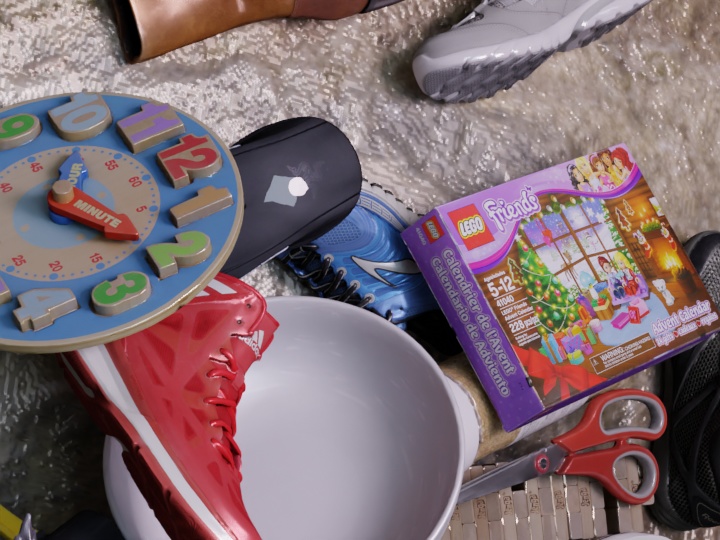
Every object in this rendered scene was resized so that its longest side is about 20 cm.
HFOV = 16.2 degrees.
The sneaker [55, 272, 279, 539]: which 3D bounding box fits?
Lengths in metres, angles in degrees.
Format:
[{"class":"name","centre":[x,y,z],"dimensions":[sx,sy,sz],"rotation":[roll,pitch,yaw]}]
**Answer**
[{"class":"sneaker","centre":[-0.078,0.068,1.351],"dimensions":[0.115,0.079,0.200],"rotation":[-29,62,-15]}]

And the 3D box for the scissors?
[{"class":"scissors","centre":[0.117,0.109,1.553],"dimensions":[0.199,0.014,0.074],"rotation":[2,88,-38]}]

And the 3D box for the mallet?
[{"class":"mallet","centre":[-0.222,0.122,1.355],"dimensions":[0.199,0.041,0.066],"rotation":[29,50,11]}]

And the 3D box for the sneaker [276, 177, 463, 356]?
[{"class":"sneaker","centre":[0.000,0.000,1.536],"dimensions":[0.199,0.078,0.090],"rotation":[21,71,-28]}]

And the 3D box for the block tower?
[{"class":"block tower","centre":[0.090,0.146,1.584],"dimensions":[0.199,0.058,0.054],"rotation":[-3,84,-30]}]

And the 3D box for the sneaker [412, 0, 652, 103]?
[{"class":"sneaker","centre":[0.101,-0.170,1.635],"dimensions":[0.200,0.075,0.082],"rotation":[-28,83,-37]}]

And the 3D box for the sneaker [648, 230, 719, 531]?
[{"class":"sneaker","centre":[0.249,0.068,1.658],"dimensions":[0.076,0.114,0.201],"rotation":[17,73,-30]}]

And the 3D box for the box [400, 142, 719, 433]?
[{"class":"box","centre":[0.128,0.007,1.555],"dimensions":[0.200,0.039,0.137],"rotation":[-20,78,-47]}]

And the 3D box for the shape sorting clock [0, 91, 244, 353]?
[{"class":"shape sorting clock","centre":[-0.163,-0.032,1.392],"dimensions":[0.200,0.200,0.039],"rotation":[-35,142,-30]}]

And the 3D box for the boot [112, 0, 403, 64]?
[{"class":"boot","centre":[-0.078,-0.234,1.544],"dimensions":[0.199,0.068,0.189],"rotation":[-13,98,-25]}]

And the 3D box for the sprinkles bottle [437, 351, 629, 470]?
[{"class":"sprinkles bottle","centre":[0.090,0.073,1.558],"dimensions":[0.200,0.068,0.069],"rotation":[-22,95,-47]}]

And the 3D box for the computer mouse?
[{"class":"computer mouse","centre":[-0.081,0.001,1.457],"dimensions":[0.199,0.046,0.141],"rotation":[-20,92,-5]}]

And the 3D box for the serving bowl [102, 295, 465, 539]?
[{"class":"serving bowl","centre":[-0.041,0.115,1.402],"dimensions":[0.199,0.066,0.201],"rotation":[-1,56,1]}]

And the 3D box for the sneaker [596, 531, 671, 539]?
[{"class":"sneaker","centre":[0.115,0.219,1.576],"dimensions":[0.199,0.079,0.079],"rotation":[-22,98,-33]}]

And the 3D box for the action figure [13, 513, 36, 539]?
[{"class":"action figure","centre":[-0.238,0.168,1.294],"dimensions":[0.102,0.199,0.120],"rotation":[18,83,-46]}]
